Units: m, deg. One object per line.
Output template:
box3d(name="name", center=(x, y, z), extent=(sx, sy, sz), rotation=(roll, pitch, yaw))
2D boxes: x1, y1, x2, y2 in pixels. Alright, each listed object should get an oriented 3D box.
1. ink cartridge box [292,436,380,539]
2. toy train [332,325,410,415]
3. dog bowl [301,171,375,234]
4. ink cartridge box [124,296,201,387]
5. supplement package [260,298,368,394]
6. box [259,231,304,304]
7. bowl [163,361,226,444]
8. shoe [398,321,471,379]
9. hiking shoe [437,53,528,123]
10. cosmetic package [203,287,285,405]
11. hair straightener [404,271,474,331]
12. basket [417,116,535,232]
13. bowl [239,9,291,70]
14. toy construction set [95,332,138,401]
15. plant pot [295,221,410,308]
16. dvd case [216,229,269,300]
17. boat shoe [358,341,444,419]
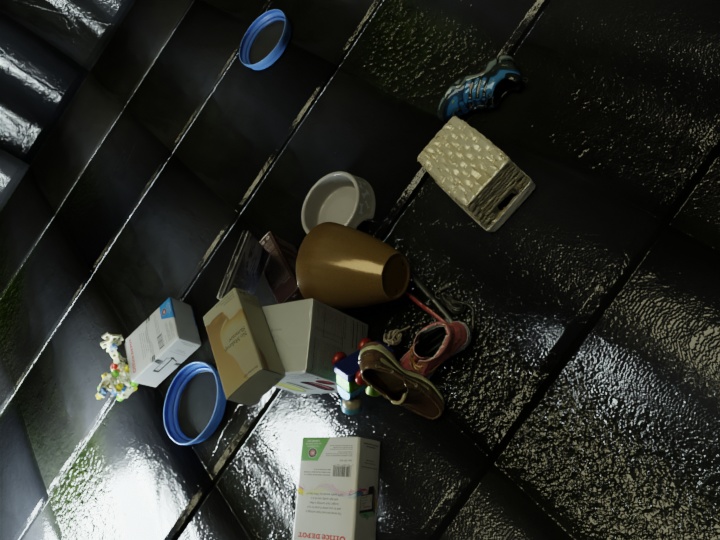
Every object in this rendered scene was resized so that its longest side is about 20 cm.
box3d(name="ink cartridge box", center=(-0.045, 0.430, 1.148), extent=(0.143, 0.084, 0.203), rotation=(-11, 64, 33))
box3d(name="toy train", center=(0.034, 0.199, 1.192), extent=(0.084, 0.198, 0.118), rotation=(26, 127, 40))
box3d(name="dog bowl", center=(-0.060, -0.146, 1.431), extent=(0.198, 0.058, 0.203), rotation=(-16, 61, 31))
box3d(name="ink cartridge box", center=(-0.541, 0.197, 1.624), extent=(0.199, 0.084, 0.147), rotation=(-40, 51, 17))
box3d(name="supplement package", center=(-0.117, 0.166, 1.243), extent=(0.189, 0.199, 0.150), rotation=(-10, 65, 34))
box3d(name="box", center=(-0.174, 0.010, 1.422), extent=(0.075, 0.100, 0.201), rotation=(-44, 50, 12))
box3d(name="bowl", center=(-0.412, 0.332, 1.488), extent=(0.198, 0.039, 0.204), rotation=(-16, 61, 31))
box3d(name="shoe", center=(0.114, 0.162, 1.126), extent=(0.200, 0.090, 0.072), rotation=(-43, 59, 26))
box3d(name="hiking shoe", center=(0.255, -0.381, 1.286), extent=(0.199, 0.074, 0.088), rotation=(-35, 53, 20))
box3d(name="cosmetic package", center=(-0.229, 0.146, 1.158), extent=(0.105, 0.071, 0.201), rotation=(-41, 52, 15))
box3d(name="hair straightener", center=(0.158, 0.057, 1.189), extent=(0.077, 0.041, 0.200), rotation=(-53, 50, 6))
box3d(name="basket", center=(0.227, -0.198, 1.195), extent=(0.136, 0.123, 0.201), rotation=(-47, 51, 11))
box3d(name="bowl", center=(-0.299, -0.724, 1.876), extent=(0.198, 0.039, 0.204), rotation=(-16, 61, 31))
box3d(name="toy construction set", center=(-0.683, 0.277, 1.664), extent=(0.091, 0.131, 0.202), rotation=(-33, 54, 20))
box3d(name="plant pot", center=(0.000, 0.000, 1.231), extent=(0.198, 0.186, 0.189), rotation=(8, 75, 41))
box3d(name="dvd case", center=(-0.251, 0.007, 1.300), extent=(0.016, 0.200, 0.151), rotation=(19, 80, 8))
box3d(name="boat shoe", center=(0.072, 0.219, 1.080), extent=(0.075, 0.201, 0.075), rotation=(-45, 16, 27))
